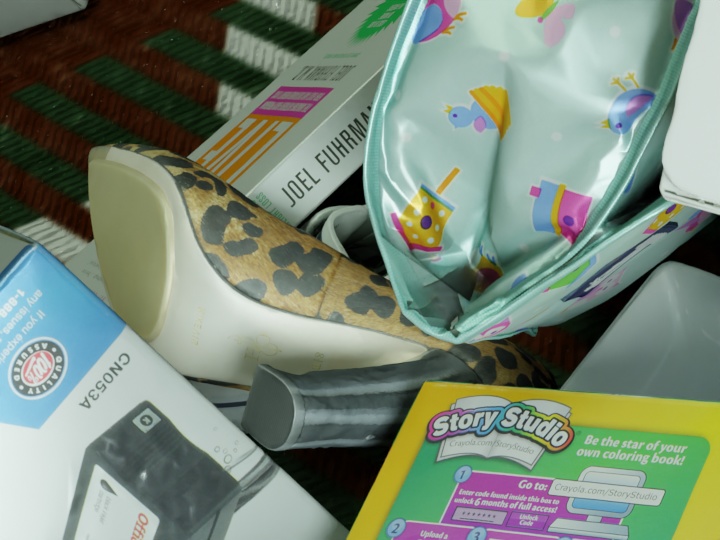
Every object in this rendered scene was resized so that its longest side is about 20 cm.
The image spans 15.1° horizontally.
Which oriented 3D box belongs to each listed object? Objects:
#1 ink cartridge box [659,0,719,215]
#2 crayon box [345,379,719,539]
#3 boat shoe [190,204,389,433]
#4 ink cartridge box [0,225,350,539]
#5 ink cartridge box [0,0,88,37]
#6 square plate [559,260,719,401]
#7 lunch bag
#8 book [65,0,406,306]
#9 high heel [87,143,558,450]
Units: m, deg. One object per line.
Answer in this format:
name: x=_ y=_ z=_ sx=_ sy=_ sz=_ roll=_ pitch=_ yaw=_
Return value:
ink cartridge box: x=0.166 y=-0.094 z=0.869 sx=0.085 sy=0.148 sz=0.200 roll=14 pitch=14 yaw=13
crayon box: x=0.086 y=0.105 z=0.913 sx=0.200 sy=0.058 sz=0.119 roll=2 pitch=54 yaw=41
boat shoe: x=0.000 y=0.000 z=1.123 sx=0.200 sy=0.067 sz=0.074 roll=-26 pitch=40 yaw=17
ink cartridge box: x=-0.104 y=0.103 z=0.988 sx=0.145 sy=0.200 sz=0.084 roll=-50 pitch=21 yaw=-11
ink cartridge box: x=-0.234 y=-0.191 z=1.486 sx=0.200 sy=0.083 sz=0.147 roll=-16 pitch=44 yaw=28
square plate: x=0.122 y=0.101 z=0.958 sx=0.198 sy=0.028 sz=0.200 roll=-51 pitch=40 yaw=-14
lunch bag: x=0.081 y=-0.067 z=0.972 sx=0.122 sy=0.170 sz=0.200 roll=19 pitch=98 yaw=15
book: x=-0.039 y=-0.040 z=1.174 sx=0.200 sy=0.048 sz=0.134 roll=-44 pitch=13 yaw=-10
high heel: x=-0.018 y=0.010 z=1.074 sx=0.200 sy=0.142 sz=0.071 roll=48 pitch=125 yaw=42
